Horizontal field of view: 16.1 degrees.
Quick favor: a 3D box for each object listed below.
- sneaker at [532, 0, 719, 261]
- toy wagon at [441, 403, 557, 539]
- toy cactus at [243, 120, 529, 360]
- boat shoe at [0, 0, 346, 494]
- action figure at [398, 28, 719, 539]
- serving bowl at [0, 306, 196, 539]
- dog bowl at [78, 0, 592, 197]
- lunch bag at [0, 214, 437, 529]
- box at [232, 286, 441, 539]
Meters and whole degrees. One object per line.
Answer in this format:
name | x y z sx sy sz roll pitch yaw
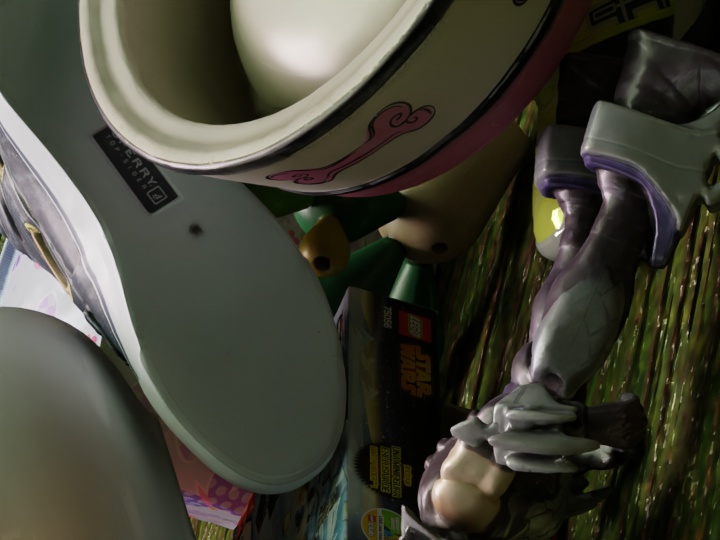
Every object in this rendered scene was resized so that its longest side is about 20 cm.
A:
sneaker | 0.079 -0.100 0.865 0.075 0.076 0.202 153 131 -71
toy wagon | 0.019 0.150 0.905 0.155 0.039 0.202 -163 88 -78
toy cactus | 0.000 0.000 1.007 0.102 0.201 0.165 22 62 45
boat shoe | -0.073 -0.003 0.899 0.201 0.071 0.091 58 159 13
action figure | 0.061 0.030 0.765 0.130 0.069 0.201 111 180 -83
serving bowl | -0.090 0.103 0.900 0.200 0.065 0.202 163 90 -86
dog bowl | -0.001 -0.114 0.832 0.199 0.074 0.202 -24 54 38
lunch bag | -0.063 0.002 1.105 0.127 0.169 0.202 2 74 52
box | -0.011 0.123 0.883 0.201 0.040 0.137 -89 20 -50
